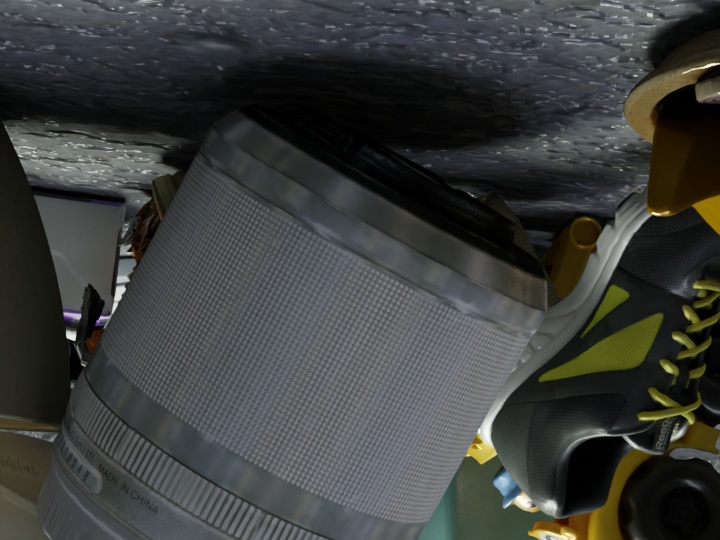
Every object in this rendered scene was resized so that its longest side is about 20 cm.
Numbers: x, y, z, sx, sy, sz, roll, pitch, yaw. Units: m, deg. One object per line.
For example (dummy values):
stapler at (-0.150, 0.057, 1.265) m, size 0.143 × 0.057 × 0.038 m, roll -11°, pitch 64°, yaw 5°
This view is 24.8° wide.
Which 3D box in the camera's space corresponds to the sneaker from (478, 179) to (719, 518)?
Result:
sneaker at (0.132, 0.033, 0.729) m, size 0.074 × 0.085 × 0.200 m, roll 7°, pitch 132°, yaw -42°

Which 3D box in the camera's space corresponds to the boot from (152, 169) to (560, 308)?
boot at (0.000, 0.000, 0.825) m, size 0.155 × 0.200 × 0.073 m, roll -34°, pitch 160°, yaw -8°

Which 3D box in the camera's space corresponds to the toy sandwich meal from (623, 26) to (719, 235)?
toy sandwich meal at (0.187, -0.032, 0.575) m, size 0.204 × 0.071 × 0.205 m, roll 5°, pitch 171°, yaw 1°

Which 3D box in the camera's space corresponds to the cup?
cup at (-0.224, -0.008, 0.743) m, size 0.199 × 0.144 × 0.200 m, roll 5°, pitch 171°, yaw 1°

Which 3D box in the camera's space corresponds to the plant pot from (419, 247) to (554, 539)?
plant pot at (0.085, 0.095, 1.023) m, size 0.141 × 0.201 × 0.141 m, roll 8°, pitch 171°, yaw -22°

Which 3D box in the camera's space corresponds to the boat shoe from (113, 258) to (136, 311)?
boat shoe at (-0.120, 0.030, 1.163) m, size 0.199 × 0.067 × 0.073 m, roll -1°, pitch 169°, yaw 35°

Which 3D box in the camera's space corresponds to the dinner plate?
dinner plate at (-0.131, 0.113, 0.768) m, size 0.199 × 0.024 × 0.200 m, roll 23°, pitch -177°, yaw -1°

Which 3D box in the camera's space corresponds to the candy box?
candy box at (-0.240, -0.002, 1.018) m, size 0.167 × 0.072 × 0.200 m, roll 7°, pitch 170°, yaw -11°

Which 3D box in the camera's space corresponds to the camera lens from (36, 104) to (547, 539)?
camera lens at (-0.028, 0.043, 0.688) m, size 0.159 × 0.201 × 0.160 m, roll 29°, pitch -174°, yaw -3°

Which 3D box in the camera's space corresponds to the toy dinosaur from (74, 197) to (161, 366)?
toy dinosaur at (-0.094, 0.063, 0.914) m, size 0.135 × 0.201 × 0.102 m, roll 3°, pitch -170°, yaw 3°

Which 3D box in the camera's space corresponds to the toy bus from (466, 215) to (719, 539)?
toy bus at (0.116, 0.071, 0.889) m, size 0.191 × 0.201 × 0.136 m, roll 20°, pitch 168°, yaw -1°

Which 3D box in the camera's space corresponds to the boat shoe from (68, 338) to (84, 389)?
boat shoe at (-0.195, 0.049, 0.963) m, size 0.062 × 0.073 × 0.200 m, roll -45°, pitch 140°, yaw 16°
